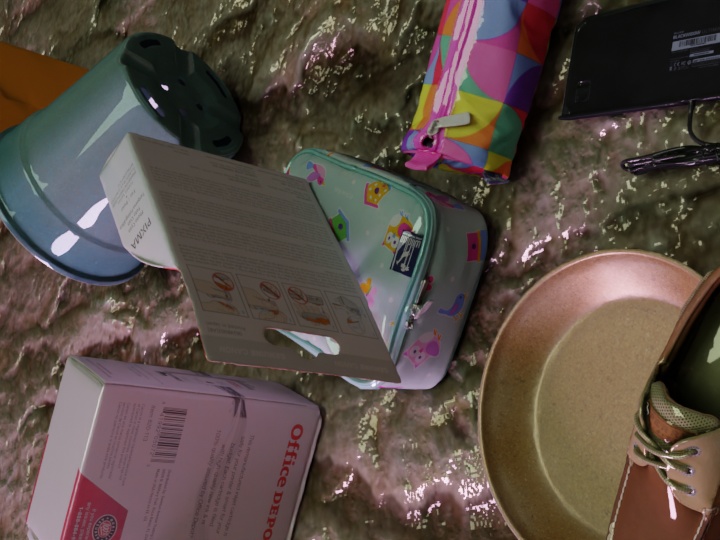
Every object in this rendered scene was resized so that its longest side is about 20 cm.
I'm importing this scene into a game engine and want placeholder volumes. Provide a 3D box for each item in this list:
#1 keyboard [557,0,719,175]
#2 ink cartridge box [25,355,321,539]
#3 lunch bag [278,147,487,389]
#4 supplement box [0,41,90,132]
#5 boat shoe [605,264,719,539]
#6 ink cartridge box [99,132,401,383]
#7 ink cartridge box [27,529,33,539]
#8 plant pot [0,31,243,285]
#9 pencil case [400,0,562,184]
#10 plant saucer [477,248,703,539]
[{"bbox_3d":[0.206,-0.113,0.607,0.200,0.021,0.128,0,75,50],"label":"keyboard"},{"bbox_3d":[-0.148,0.159,0.809,0.083,0.200,0.147,20,96,53],"label":"ink cartridge box"},{"bbox_3d":[0.000,0.000,0.771,0.200,0.077,0.161,30,103,48],"label":"lunch bag"},{"bbox_3d":[-0.453,-0.185,1.248,0.200,0.197,0.133,-8,75,47],"label":"supplement box"},{"bbox_3d":[0.169,0.076,0.505,0.076,0.074,0.201,31,104,48],"label":"boat shoe"},{"bbox_3d":[-0.075,0.002,0.675,0.047,0.160,0.200,-49,49,29],"label":"ink cartridge box"},{"bbox_3d":[-0.181,0.262,0.864,0.200,0.146,0.083,43,113,44],"label":"ink cartridge box"},{"bbox_3d":[-0.234,-0.119,0.997,0.196,0.200,0.201,-35,55,29],"label":"plant pot"},{"bbox_3d":[0.091,-0.159,0.702,0.088,0.088,0.201,20,95,49],"label":"pencil case"},{"bbox_3d":[0.157,0.088,0.600,0.200,0.035,0.201,-15,70,47],"label":"plant saucer"}]
